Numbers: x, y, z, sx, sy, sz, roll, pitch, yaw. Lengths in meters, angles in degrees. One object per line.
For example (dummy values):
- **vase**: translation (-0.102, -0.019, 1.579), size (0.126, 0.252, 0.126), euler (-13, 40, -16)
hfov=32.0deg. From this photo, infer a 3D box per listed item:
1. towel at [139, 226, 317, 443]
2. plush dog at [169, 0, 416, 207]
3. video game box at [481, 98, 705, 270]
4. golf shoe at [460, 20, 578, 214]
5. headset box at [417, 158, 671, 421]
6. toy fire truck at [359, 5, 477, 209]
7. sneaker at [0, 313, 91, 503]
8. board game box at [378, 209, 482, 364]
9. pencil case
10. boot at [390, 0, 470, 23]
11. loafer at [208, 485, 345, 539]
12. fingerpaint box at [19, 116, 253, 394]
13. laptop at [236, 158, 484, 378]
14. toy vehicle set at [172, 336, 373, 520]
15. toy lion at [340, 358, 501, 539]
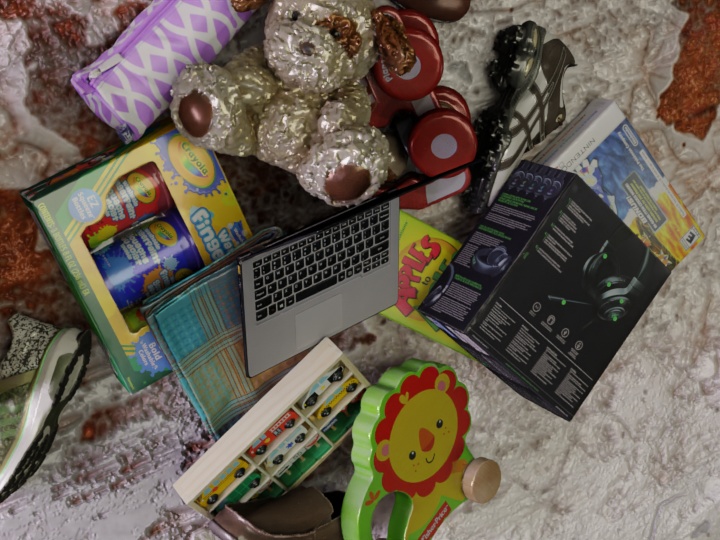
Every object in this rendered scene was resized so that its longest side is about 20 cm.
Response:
- **towel**: translation (-0.102, 0.067, 1.151), size (0.146, 0.022, 0.200), euler (-32, 132, -13)
- **plush dog**: translation (-0.042, -0.171, 1.088), size (0.199, 0.160, 0.172), euler (24, 106, 5)
- **video game box**: translation (0.251, -0.049, 1.339), size (0.182, 0.047, 0.200), euler (-43, 112, -8)
- **golf shoe**: translation (0.165, -0.146, 1.267), size (0.094, 0.078, 0.201), euler (17, 94, -25)
- **headset box**: translation (0.187, 0.013, 1.236), size (0.174, 0.093, 0.200), euler (38, 83, -31)
- **toy fire truck**: translation (0.014, -0.147, 1.199), size (0.167, 0.112, 0.201), euler (-22, 111, 9)
- **sneaker**: translation (-0.319, 0.126, 1.130), size (0.088, 0.077, 0.201), euler (27, 90, 7)
- **board game box**: translation (0.089, 0.023, 1.281), size (0.199, 0.048, 0.102), euler (27, 89, -25)
- **pencil case**: translation (-0.171, -0.208, 1.107), size (0.200, 0.084, 0.086), euler (-50, 146, -11)
- **boot**: translation (0.067, -0.296, 1.130), size (0.068, 0.200, 0.188), euler (-46, 113, -9)
- **loafer**: translation (-0.069, 0.235, 1.209), size (0.200, 0.073, 0.071), euler (14, 104, -57)
- **fingerpaint box**: translation (-0.186, -0.017, 1.143), size (0.166, 0.073, 0.201), euler (-29, 110, -16)
- **laptop**: translation (0.000, 0.000, 1.094), size (0.187, 0.116, 0.201), euler (-25, 129, -34)
- **toy vehicle set**: translation (-0.075, 0.164, 1.203), size (0.200, 0.027, 0.124), euler (-44, 147, -4)
- **toy lion**: translation (0.048, 0.197, 1.249), size (0.200, 0.069, 0.192), euler (-51, 128, -23)
